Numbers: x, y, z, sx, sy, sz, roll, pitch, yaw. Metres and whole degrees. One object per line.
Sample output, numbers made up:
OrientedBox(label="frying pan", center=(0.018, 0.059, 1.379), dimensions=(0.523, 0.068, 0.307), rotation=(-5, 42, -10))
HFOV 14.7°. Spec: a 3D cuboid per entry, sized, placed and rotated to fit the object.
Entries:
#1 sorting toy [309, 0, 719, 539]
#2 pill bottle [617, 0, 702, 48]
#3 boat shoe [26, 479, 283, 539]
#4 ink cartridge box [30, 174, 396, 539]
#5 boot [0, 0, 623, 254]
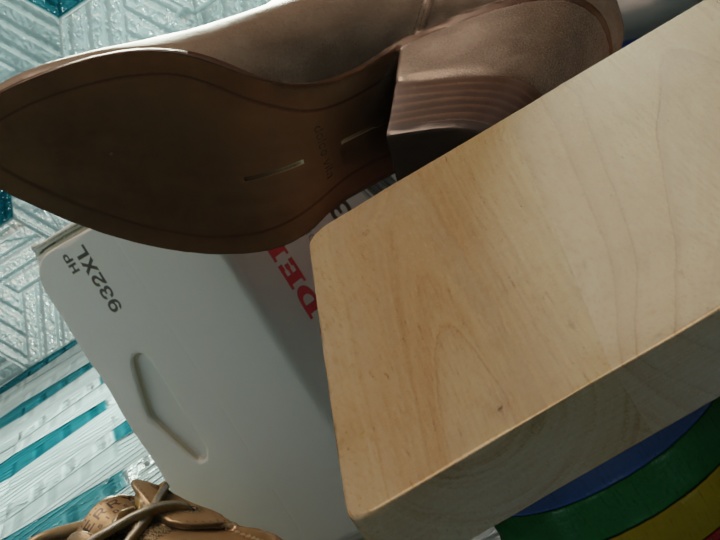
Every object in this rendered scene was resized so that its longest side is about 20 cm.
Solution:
OrientedBox(label="sorting toy", center=(0.093, 0.000, 0.693), dimensions=(0.199, 0.070, 0.200), rotation=(-30, 18, 7))
OrientedBox(label="pill bottle", center=(0.104, -0.107, 1.141), dimensions=(0.114, 0.114, 0.200), rotation=(-33, -22, -3))
OrientedBox(label="boat shoe", center=(-0.071, 0.105, 0.894), dimensions=(0.071, 0.065, 0.200), rotation=(-35, 5, -28))
OrientedBox(label="ink cartridge box", center=(0.000, 0.000, 1.011), dimensions=(0.084, 0.145, 0.200), rotation=(-27, 7, 41))
OrientedBox(label="boot", center=(-0.015, -0.071, 0.914), dimensions=(0.200, 0.070, 0.146), rotation=(4, 33, 9))
